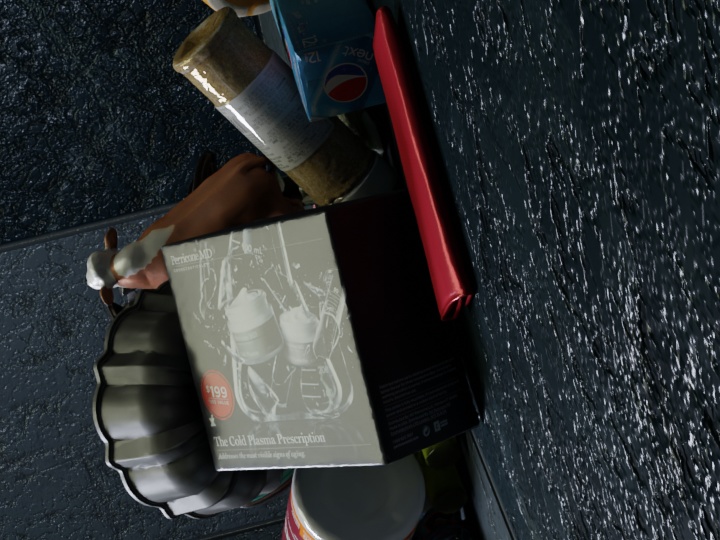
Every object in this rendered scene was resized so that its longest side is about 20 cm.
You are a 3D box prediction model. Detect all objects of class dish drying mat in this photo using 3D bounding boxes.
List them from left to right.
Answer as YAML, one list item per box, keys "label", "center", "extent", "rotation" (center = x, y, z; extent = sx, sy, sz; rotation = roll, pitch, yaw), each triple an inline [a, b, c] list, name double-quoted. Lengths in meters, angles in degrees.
- label: "dish drying mat"
  center: [0.040, -0.070, 1.036]
  extent: [0.077, 0.018, 0.201]
  rotation: [95, 162, -77]

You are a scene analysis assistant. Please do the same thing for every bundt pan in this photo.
- label: "bundt pan"
  center: [-0.115, 0.101, 1.266]
  extent: [0.076, 0.202, 0.203]
  rotation: [-9, 96, 45]

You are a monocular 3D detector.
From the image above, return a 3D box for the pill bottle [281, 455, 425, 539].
- label: "pill bottle"
  center: [-0.011, 0.227, 1.373]
  extent: [0.200, 0.114, 0.114]
  rotation: [101, 156, -59]

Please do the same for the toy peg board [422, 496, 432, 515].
- label: "toy peg board"
  center: [-0.001, 0.153, 1.506]
  extent: [0.200, 0.098, 0.200]
  rotation: [58, -168, -47]

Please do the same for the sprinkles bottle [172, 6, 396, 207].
- label: "sprinkles bottle"
  center: [-0.060, -0.121, 1.259]
  extent: [0.200, 0.068, 0.068]
  rotation: [44, -171, -21]

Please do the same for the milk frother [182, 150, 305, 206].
- label: "milk frother"
  center: [-0.075, -0.035, 1.581]
  extent: [0.200, 0.187, 0.181]
  rotation: [91, 164, -74]

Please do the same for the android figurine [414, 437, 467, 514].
- label: "android figurine"
  center: [0.050, 0.108, 1.357]
  extent: [0.200, 0.041, 0.182]
  rotation: [-108, 6, -47]

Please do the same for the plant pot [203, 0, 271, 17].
- label: "plant pot"
  center: [-0.123, -0.329, 1.362]
  extent: [0.184, 0.200, 0.200]
  rotation: [58, 168, 26]

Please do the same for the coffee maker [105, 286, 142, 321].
- label: "coffee maker"
  center: [-0.107, 0.042, 1.443]
  extent: [0.192, 0.200, 0.135]
  rotation: [52, -174, 21]

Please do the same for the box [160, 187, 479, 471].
- label: "box"
  center: [-0.034, 0.047, 1.160]
  extent: [0.200, 0.104, 0.183]
  rotation: [-10, 94, 47]

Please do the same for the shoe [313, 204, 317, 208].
- label: "shoe"
  center: [-0.027, -0.091, 1.480]
  extent: [0.091, 0.071, 0.201]
  rotation: [-145, 34, -71]

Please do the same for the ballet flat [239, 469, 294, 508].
- label: "ballet flat"
  center: [-0.048, 0.129, 1.387]
  extent: [0.073, 0.200, 0.073]
  rotation: [34, -171, -6]

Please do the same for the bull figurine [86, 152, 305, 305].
- label: "bull figurine"
  center: [-0.138, -0.025, 1.326]
  extent: [0.121, 0.200, 0.065]
  rotation: [28, -148, -58]

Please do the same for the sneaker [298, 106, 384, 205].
- label: "sneaker"
  center: [-0.027, -0.110, 1.347]
  extent: [0.200, 0.088, 0.077]
  rotation: [82, 173, -55]

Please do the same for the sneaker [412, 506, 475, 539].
- label: "sneaker"
  center: [0.068, 0.254, 1.353]
  extent: [0.200, 0.079, 0.096]
  rotation: [109, 149, -83]

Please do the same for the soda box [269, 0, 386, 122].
- label: "soda box"
  center: [-0.031, -0.200, 1.231]
  extent: [0.200, 0.068, 0.064]
  rotation: [-108, 5, -51]
